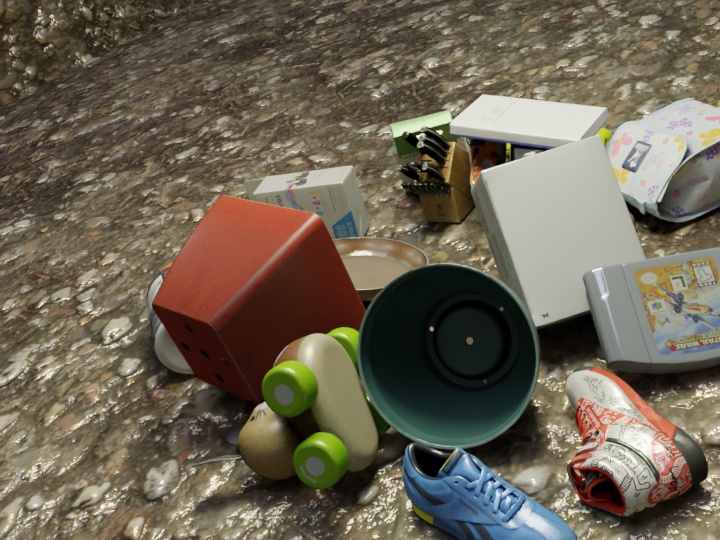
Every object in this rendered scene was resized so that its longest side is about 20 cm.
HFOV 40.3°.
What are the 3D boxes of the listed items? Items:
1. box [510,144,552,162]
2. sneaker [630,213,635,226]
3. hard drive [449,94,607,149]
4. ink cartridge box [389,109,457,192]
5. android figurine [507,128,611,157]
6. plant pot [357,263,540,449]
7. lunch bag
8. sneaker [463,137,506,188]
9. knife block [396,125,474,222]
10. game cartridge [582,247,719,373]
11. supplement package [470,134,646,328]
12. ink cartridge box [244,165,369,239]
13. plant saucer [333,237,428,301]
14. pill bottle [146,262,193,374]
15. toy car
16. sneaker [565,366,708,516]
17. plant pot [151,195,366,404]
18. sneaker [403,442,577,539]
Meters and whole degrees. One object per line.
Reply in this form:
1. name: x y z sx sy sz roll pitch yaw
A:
1. box: 0.283 -0.151 1.489 0.106 0.122 0.200 -2 30 7
2. sneaker: 0.306 -0.056 1.348 0.200 0.090 0.067 -31 31 -28
3. hard drive: 0.253 -0.222 1.469 0.200 0.025 0.132 12 34 27
4. ink cartridge box: 0.108 -0.209 1.629 0.104 0.200 0.059 -13 67 4
5. android figurine: 0.334 -0.221 1.691 0.182 0.041 0.200 6 34 35
6. plant pot: 0.113 0.088 1.108 0.200 0.201 0.134 -5 2 20
7. lunch bag: 0.457 -0.159 1.427 0.200 0.127 0.170 -27 27 -8
8. sneaker: 0.201 -0.173 1.557 0.076 0.092 0.200 0 59 8
9. knife block: 0.134 -0.174 1.563 0.064 0.176 0.200 4 33 33
10. game cartridge: 0.366 0.047 1.108 0.200 0.042 0.133 -10 61 -2
11. supplement package: 0.245 -0.041 1.210 0.156 0.200 0.111 -18 -7 -3
12. ink cartridge box: -0.098 -0.097 1.607 0.200 0.115 0.068 -5 29 20
13. plant saucer: 0.000 0.000 1.432 0.200 0.032 0.200 -2 22 1
14. pill bottle: -0.252 0.057 1.414 0.106 0.106 0.200 -19 28 -7
15. toy car: -0.091 0.169 1.098 0.200 0.158 0.164 -22 3 26
16. sneaker: 0.241 0.169 0.993 0.108 0.067 0.201 -22 31 -18
17. plant pot: -0.134 0.048 1.221 0.200 0.200 0.176 13 49 44
18. sneaker: 0.117 0.223 0.950 0.200 0.079 0.066 16 39 43
